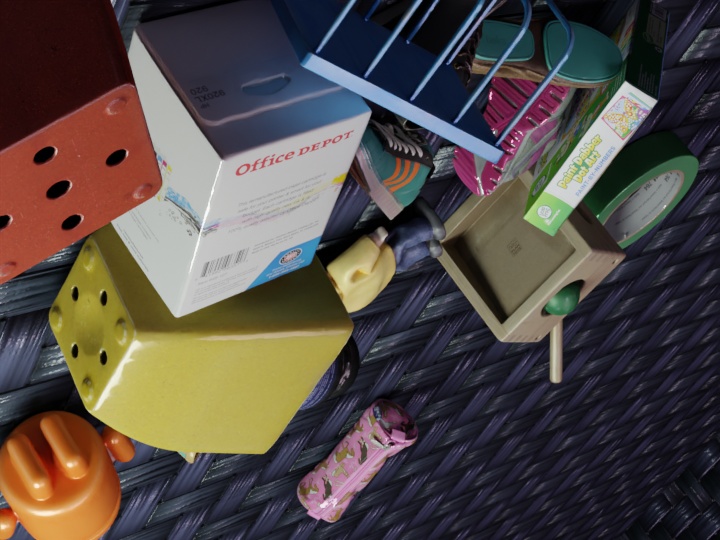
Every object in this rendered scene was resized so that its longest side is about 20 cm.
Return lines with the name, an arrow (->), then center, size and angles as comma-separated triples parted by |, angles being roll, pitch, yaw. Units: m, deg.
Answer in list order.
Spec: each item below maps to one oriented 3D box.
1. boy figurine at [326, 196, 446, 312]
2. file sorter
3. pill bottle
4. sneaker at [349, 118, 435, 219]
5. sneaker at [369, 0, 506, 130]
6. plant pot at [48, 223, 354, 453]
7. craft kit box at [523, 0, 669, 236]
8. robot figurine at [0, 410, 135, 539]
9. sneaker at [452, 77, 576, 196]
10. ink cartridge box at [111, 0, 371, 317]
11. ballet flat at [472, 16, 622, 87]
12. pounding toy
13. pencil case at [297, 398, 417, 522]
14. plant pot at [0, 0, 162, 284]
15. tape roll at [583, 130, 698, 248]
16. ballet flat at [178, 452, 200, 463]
boy figurine -> 0.000, 0.000, 1.665 | 0.199, 0.065, 0.125 | -29, 156, -16
file sorter -> 0.046, -0.202, 1.173 | 0.199, 0.139, 0.123 | 22, 117, -33
pill bottle -> -0.087, 0.099, 1.664 | 0.112, 0.112, 0.199 | -46, 155, 21
sneaker -> 0.025, -0.117, 1.483 | 0.080, 0.072, 0.200 | -41, 162, 0
sneaker -> 0.092, -0.206, 1.352 | 0.199, 0.107, 0.075 | -34, 157, -7
plant pot -> -0.162, 0.043, 1.369 | 0.198, 0.195, 0.196 | -2, 140, -41
craft kit box -> 0.251, -0.166, 1.599 | 0.198, 0.048, 0.201 | -60, -174, 36
robot figurine -> -0.313, 0.221, 1.569 | 0.201, 0.115, 0.145 | 88, 19, -63
sneaker -> 0.177, -0.170, 1.592 | 0.088, 0.082, 0.200 | -23, 157, -45
ink cartridge box -> -0.108, -0.095, 1.226 | 0.146, 0.145, 0.201 | -21, 153, -33
ballet flat -> 0.161, -0.210, 1.471 | 0.198, 0.069, 0.072 | -1, 175, -31
pounding toy -> 0.208, 0.001, 1.787 | 0.184, 0.201, 0.142 | -46, 155, 22
pencil case -> -0.006, 0.271, 2.142 | 0.200, 0.083, 0.086 | -48, 155, 26
plant pot -> -0.233, -0.115, 0.974 | 0.199, 0.177, 0.200 | -31, 157, -13
tape roll -> 0.359, -0.098, 2.013 | 0.199, 0.048, 0.201 | -31, 157, -15
ballet flat -> -0.136, 0.169, 1.787 | 0.199, 0.063, 0.069 | -27, 156, -24
